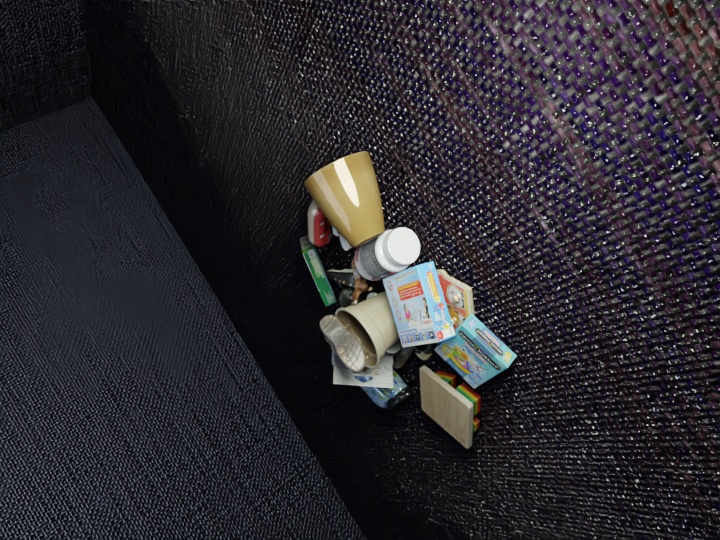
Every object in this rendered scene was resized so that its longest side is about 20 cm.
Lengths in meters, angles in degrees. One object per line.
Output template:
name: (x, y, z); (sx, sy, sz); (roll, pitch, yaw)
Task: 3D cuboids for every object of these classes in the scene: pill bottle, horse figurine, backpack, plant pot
pill bottle: (0.072, -0.044, 1.588); (0.115, 0.113, 0.200); (60, 154, -3)
horse figurine: (0.000, 0.000, 1.784); (0.133, 0.049, 0.203); (133, 134, -68)
backpack: (0.073, 0.383, 2.034); (0.202, 0.152, 0.164); (63, 163, 21)
plant pot: (0.054, 0.153, 1.749); (0.200, 0.182, 0.202); (41, 150, 31)
plant pot: (-0.022, -0.169, 1.509); (0.202, 0.185, 0.186); (66, 154, 2)

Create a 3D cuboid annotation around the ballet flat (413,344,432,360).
ballet flat: (0.169, 0.183, 1.707); (0.065, 0.057, 0.202); (-4, 122, 15)

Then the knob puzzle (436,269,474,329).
knob puzzle: (0.218, 0.085, 1.563); (0.219, 0.030, 0.221); (42, 150, 31)

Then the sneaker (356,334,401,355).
sneaker: (0.030, 0.214, 1.864); (0.198, 0.077, 0.082); (32, 150, 7)

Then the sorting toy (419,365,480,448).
sorting toy: (0.270, 0.390, 1.751); (0.198, 0.069, 0.202); (36, 146, 39)

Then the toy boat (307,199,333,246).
toy boat: (-0.082, -0.157, 1.765); (0.129, 0.131, 0.201); (17, 142, 10)

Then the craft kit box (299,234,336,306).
craft kit box: (-0.146, -0.004, 2.005); (0.198, 0.048, 0.202); (-109, -3, -72)

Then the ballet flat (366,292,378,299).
ballet flat: (0.042, 0.158, 1.902); (0.069, 0.069, 0.202); (40, 148, 33)

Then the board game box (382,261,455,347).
board game box: (0.150, 0.094, 1.557); (0.200, 0.055, 0.199); (-23, 82, 64)

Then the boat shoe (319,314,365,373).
boat shoe: (-0.047, 0.218, 1.724); (0.201, 0.074, 0.074); (54, 165, 28)

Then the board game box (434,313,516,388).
board game box: (0.290, 0.212, 1.524); (0.151, 0.047, 0.200); (43, 152, 8)

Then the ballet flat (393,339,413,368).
ballet flat: (0.143, 0.255, 1.867); (0.201, 0.046, 0.068); (113, 155, -53)

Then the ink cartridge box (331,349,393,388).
ink cartridge box: (0.007, 0.297, 1.885); (0.044, 0.197, 0.176); (107, 167, -53)

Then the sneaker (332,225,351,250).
sneaker: (-0.023, -0.121, 1.664); (0.200, 0.090, 0.079); (53, -143, -67)

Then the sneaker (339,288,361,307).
sneaker: (-0.031, 0.109, 1.930); (0.089, 0.074, 0.200); (46, 174, 40)

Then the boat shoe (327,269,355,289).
boat shoe: (-0.054, 0.030, 1.920); (0.200, 0.073, 0.064); (0, 82, 58)
